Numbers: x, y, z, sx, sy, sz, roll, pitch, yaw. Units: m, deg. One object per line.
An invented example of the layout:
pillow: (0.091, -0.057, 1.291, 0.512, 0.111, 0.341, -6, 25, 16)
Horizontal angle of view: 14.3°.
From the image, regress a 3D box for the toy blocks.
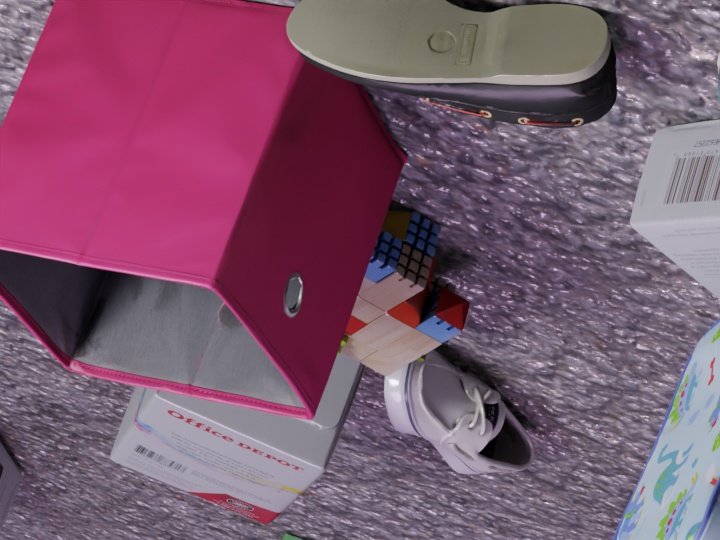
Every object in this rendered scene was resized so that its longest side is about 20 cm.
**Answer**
toy blocks: (0.000, 0.000, 2.034, 0.199, 0.100, 0.137, 30, 146, -21)

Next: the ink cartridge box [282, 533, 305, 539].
ink cartridge box: (-0.076, 0.381, 2.848, 0.084, 0.201, 0.146, 20, 159, 3)

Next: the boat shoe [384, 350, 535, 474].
boat shoe: (0.080, 0.113, 2.243, 0.065, 0.072, 0.200, 4, 154, 27)

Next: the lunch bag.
lunch bag: (0.228, 0.115, 1.737, 0.082, 0.201, 0.161, 31, 157, -11)

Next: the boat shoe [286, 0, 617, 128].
boat shoe: (0.053, -0.123, 1.689, 0.200, 0.074, 0.063, 8, 148, 18)

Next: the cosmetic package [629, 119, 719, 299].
cosmetic package: (0.267, -0.013, 1.767, 0.101, 0.074, 0.200, -2, 151, 45)

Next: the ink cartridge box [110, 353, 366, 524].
ink cartridge box: (-0.090, 0.088, 2.229, 0.145, 0.145, 0.200, 24, 159, -8)

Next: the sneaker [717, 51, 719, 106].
sneaker: (0.239, -0.107, 1.553, 0.077, 0.080, 0.200, 23, 159, -7)

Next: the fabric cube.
fabric cube: (-0.110, -0.046, 1.853, 0.199, 0.200, 0.196, 10, 156, 25)

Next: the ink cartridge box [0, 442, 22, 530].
ink cartridge box: (-0.436, 0.184, 2.861, 0.144, 0.084, 0.200, 15, 158, 15)
